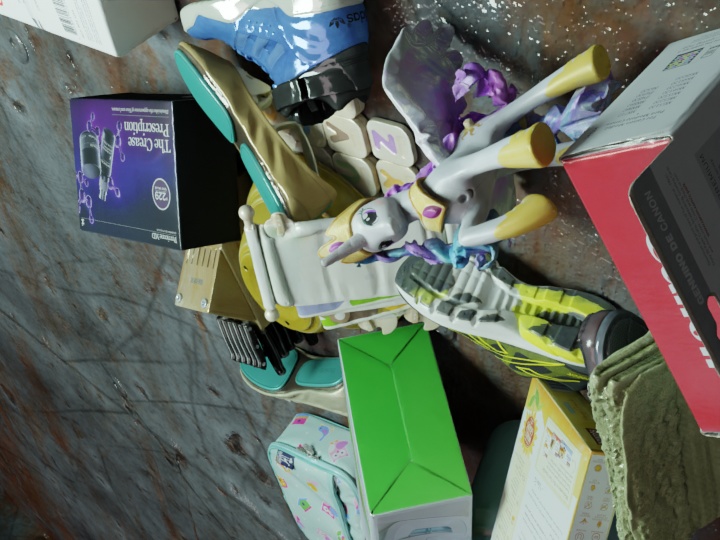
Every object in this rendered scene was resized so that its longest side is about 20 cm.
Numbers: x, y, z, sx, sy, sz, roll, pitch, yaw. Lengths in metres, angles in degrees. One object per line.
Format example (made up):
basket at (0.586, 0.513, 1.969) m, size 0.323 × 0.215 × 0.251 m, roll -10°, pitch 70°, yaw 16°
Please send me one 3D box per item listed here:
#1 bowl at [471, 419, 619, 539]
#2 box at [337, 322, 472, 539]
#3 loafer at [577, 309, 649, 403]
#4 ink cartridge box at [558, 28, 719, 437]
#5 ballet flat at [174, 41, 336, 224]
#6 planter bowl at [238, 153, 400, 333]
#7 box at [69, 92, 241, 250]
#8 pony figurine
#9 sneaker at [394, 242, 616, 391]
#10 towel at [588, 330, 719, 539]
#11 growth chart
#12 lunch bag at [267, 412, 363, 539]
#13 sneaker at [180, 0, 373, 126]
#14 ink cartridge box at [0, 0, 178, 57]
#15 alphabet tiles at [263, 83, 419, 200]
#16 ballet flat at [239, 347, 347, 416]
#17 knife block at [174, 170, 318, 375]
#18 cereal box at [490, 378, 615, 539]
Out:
bowl at (0.172, 0.252, 1.031) m, size 0.200 × 0.105 × 0.203 m, roll 33°, pitch 147°, yaw 26°
box at (0.040, 0.189, 1.035) m, size 0.202 × 0.095 × 0.178 m, roll -103°, pitch 4°, yaw -45°
loafer at (0.203, 0.098, 0.813) m, size 0.062 × 0.072 × 0.200 m, roll 10°, pitch 151°, yaw 47°
ink cartridge box at (0.206, -0.009, 0.616) m, size 0.083 × 0.175 × 0.202 m, roll -7°, pitch 120°, yaw 54°
ballet flat at (-0.090, -0.125, 0.956) m, size 0.202 × 0.062 × 0.069 m, roll 57°, pitch 164°, yaw 8°
planter bowl at (-0.055, -0.004, 1.025) m, size 0.199 × 0.083 × 0.202 m, roll 33°, pitch 147°, yaw 24°
box at (-0.209, -0.104, 1.094) m, size 0.198 × 0.078 × 0.144 m, roll 10°, pitch 109°, yaw 47°
pony figurine at (0.075, -0.076, 0.715) m, size 0.198 × 0.194 × 0.168 m, roll -17°, pitch 115°, yaw 44°
sneaker at (0.116, 0.047, 0.887) m, size 0.198 × 0.075 × 0.085 m, roll 23°, pitch 148°, yaw 25°
towel at (0.232, 0.108, 0.760) m, size 0.037 × 0.147 × 0.202 m, roll 49°, pitch 162°, yaw 54°
growth chart at (0.000, 0.000, 0.939) m, size 0.196 × 0.018 × 0.146 m, roll -3°, pitch 130°, yaw 0°
lunch bag at (-0.025, 0.277, 1.341) m, size 0.159 × 0.077 × 0.202 m, roll 19°, pitch 139°, yaw 40°
sneaker at (-0.068, -0.169, 0.873) m, size 0.198 × 0.076 × 0.113 m, roll 4°, pitch 112°, yaw 42°
ink cartridge box at (-0.277, -0.299, 1.001) m, size 0.198 × 0.084 × 0.147 m, roll 24°, pitch 142°, yaw 34°
alphabet tiles at (-0.020, -0.094, 0.973) m, size 0.194 × 0.015 × 0.202 m, roll 22°, pitch 141°, yaw 39°
ballet flat at (-0.063, 0.129, 1.239) m, size 0.198 × 0.069 × 0.070 m, roll 8°, pitch 132°, yaw 48°
knife block at (-0.106, 0.007, 1.170) m, size 0.063 × 0.174 × 0.204 m, roll 9°, pitch 88°, yaw 45°
cereal box at (0.151, 0.204, 0.875) m, size 0.144 × 0.039 × 0.203 m, roll -117°, pitch 36°, yaw -70°
